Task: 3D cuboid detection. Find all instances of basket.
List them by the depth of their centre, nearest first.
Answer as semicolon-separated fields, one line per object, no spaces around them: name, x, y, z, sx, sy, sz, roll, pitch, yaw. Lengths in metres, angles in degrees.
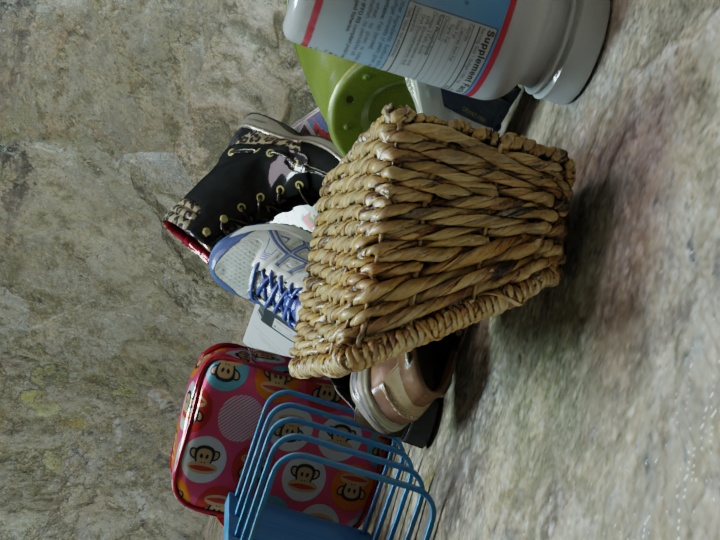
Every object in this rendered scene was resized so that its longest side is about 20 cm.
basket;0.044;0.007;0.605;0.200;0.141;0.151;149;133;-74

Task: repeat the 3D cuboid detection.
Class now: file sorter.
file sorter;-0.028;0.190;0.793;0.200;0.137;0.124;-138;67;-80

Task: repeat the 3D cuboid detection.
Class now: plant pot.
plant pot;0.032;-0.189;0.883;0.194;0.198;0.202;-95;21;-48

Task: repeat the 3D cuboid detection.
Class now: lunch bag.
lunch bag;-0.077;0.173;0.923;0.082;0.198;0.178;-155;80;-76

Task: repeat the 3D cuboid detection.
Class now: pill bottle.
pill bottle;0.056;-0.177;0.640;0.109;0.198;0.110;-166;90;-81

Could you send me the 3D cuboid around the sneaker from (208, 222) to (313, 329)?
sneaker;-0.048;0.014;0.835;0.088;0.198;0.076;-51;-31;-60

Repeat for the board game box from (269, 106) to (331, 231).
board game box;-0.035;-0.054;0.999;0.126;0.034;0.202;-28;77;35

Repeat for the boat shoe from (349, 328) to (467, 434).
boat shoe;0.055;0.039;0.762;0.071;0.076;0.201;-28;31;38

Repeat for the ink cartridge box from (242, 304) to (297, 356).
ink cartridge box;-0.059;0.024;1.236;0.145;0.084;0.201;-43;-12;-37

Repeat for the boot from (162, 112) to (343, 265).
boot;-0.087;-0.062;0.923;0.151;0.199;0.073;-48;-37;-16

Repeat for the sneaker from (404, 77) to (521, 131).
sneaker;0.087;-0.113;0.766;0.075;0.084;0.201;-109;4;-48

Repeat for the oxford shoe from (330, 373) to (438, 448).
oxford shoe;0.016;0.080;0.859;0.200;0.083;0.073;-101;25;-74
